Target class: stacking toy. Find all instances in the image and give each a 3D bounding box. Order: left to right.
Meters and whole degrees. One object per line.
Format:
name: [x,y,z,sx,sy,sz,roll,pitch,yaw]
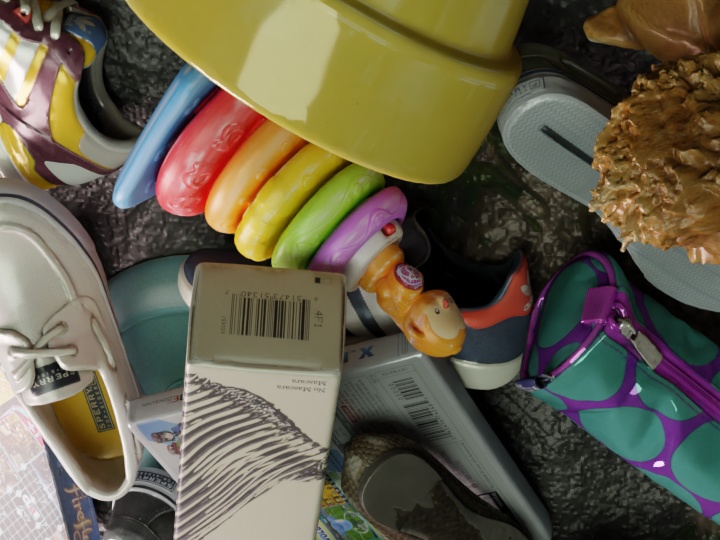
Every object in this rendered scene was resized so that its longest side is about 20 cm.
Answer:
stacking toy: [-0.020,-0.028,1.150,0.200,0.116,0.110,43,123,10]

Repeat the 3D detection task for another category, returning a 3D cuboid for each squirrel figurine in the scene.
squirrel figurine: [0.190,-0.079,1.046,0.187,0.200,0.141,50,130,0]

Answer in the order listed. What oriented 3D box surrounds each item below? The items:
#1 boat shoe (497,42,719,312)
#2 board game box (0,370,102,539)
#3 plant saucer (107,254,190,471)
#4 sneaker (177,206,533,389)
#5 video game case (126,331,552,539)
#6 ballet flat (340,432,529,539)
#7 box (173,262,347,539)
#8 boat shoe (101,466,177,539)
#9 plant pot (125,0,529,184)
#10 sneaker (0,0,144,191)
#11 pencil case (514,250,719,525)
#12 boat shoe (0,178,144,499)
boat shoe: [0.150,-0.051,1.145,0.072,0.062,0.200,-35,123,29]
board game box: [-0.241,0.091,1.349,0.135,0.035,0.201,4,120,23]
plant saucer: [-0.088,0.085,1.316,0.199,0.027,0.201,8,121,13]
sneaker: [0.000,0.000,1.217,0.198,0.075,0.085,10,123,-1]
video game case: [-0.008,0.115,1.263,0.181,0.022,0.200,-14,138,20]
ballet flat: [0.042,0.146,1.249,0.067,0.046,0.200,-48,136,-4]
box: [-0.055,0.086,1.158,0.081,0.069,0.201,4,139,-3]
boat shoe: [-0.118,0.212,1.356,0.073,0.068,0.200,10,135,15]
plant pot: [0.012,-0.174,1.052,0.200,0.201,0.190,32,108,-3]
sneaker: [-0.186,-0.137,1.194,0.090,0.075,0.201,-15,122,24]
pencil case: [0.179,0.077,1.186,0.199,0.085,0.092,34,164,-15]
boat shoe: [-0.171,0.044,1.233,0.070,0.070,0.201,-15,122,4]
